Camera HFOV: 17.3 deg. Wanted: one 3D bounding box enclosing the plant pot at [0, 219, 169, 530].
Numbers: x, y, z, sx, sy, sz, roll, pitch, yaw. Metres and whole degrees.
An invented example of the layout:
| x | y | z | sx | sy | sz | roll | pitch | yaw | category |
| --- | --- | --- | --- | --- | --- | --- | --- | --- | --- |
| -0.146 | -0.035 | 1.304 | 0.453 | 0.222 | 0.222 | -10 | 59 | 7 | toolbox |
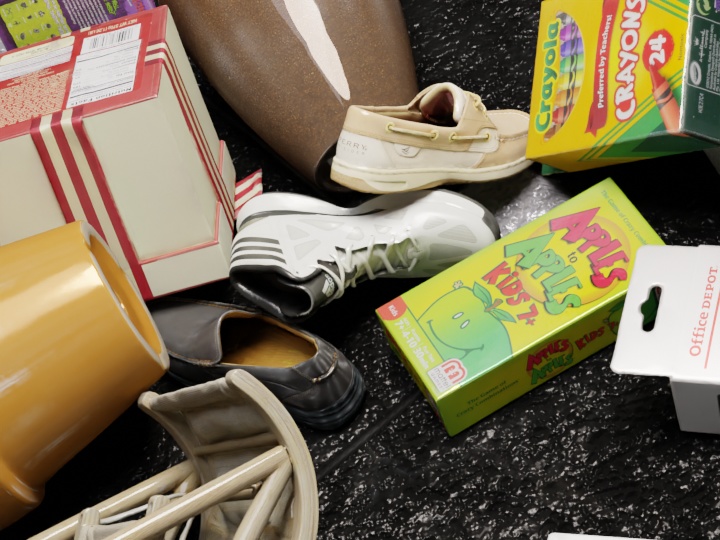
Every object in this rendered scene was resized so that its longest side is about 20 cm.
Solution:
| x | y | z | sx | sy | sz | roll | pitch | yaw | category |
| --- | --- | --- | --- | --- | --- | --- | --- | --- | --- |
| -0.244 | 0.063 | 1.681 | 0.183 | 0.200 | 0.200 | -30 | 48 | 4 | plant pot |

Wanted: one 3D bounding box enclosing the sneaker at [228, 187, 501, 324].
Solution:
| x | y | z | sx | sy | sz | roll | pitch | yaw | category |
| --- | --- | --- | --- | --- | --- | --- | --- | --- | --- |
| 0.000 | 0.000 | 1.722 | 0.200 | 0.076 | 0.115 | 0 | 37 | 10 | sneaker |

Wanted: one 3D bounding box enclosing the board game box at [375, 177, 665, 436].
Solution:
| x | y | z | sx | sy | sz | roll | pitch | yaw | category |
| --- | --- | --- | --- | --- | --- | --- | --- | --- | --- |
| 0.123 | 0.025 | 1.700 | 0.200 | 0.048 | 0.102 | -30 | 48 | -5 | board game box |

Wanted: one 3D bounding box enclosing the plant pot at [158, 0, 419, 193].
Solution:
| x | y | z | sx | sy | sz | roll | pitch | yaw | category |
| --- | --- | --- | --- | --- | --- | --- | --- | --- | --- |
| -0.035 | -0.165 | 1.843 | 0.187 | 0.187 | 0.200 | -26 | 63 | -3 | plant pot |

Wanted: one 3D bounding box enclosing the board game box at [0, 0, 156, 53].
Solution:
| x | y | z | sx | sy | sz | roll | pitch | yaw | category |
| --- | --- | --- | --- | --- | --- | --- | --- | --- | --- |
| -0.210 | -0.169 | 1.874 | 0.120 | 0.200 | 0.032 | -18 | 46 | 4 | board game box |

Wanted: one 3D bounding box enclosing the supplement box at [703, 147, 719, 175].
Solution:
| x | y | z | sx | sy | sz | roll | pitch | yaw | category |
| --- | --- | --- | --- | --- | --- | --- | --- | --- | --- |
| 0.312 | -0.093 | 1.695 | 0.101 | 0.103 | 0.200 | -25 | 47 | -1 | supplement box |

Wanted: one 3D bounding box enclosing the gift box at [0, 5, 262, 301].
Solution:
| x | y | z | sx | sy | sz | roll | pitch | yaw | category |
| --- | --- | --- | --- | --- | --- | --- | --- | --- | --- |
| -0.185 | -0.079 | 1.808 | 0.184 | 0.187 | 0.200 | -12 | 30 | 12 | gift box |

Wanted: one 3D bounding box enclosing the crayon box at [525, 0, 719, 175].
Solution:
| x | y | z | sx | sy | sz | roll | pitch | yaw | category |
| --- | --- | --- | --- | --- | --- | --- | --- | --- | --- |
| 0.186 | -0.143 | 1.725 | 0.200 | 0.051 | 0.127 | -9 | 71 | 54 | crayon box |

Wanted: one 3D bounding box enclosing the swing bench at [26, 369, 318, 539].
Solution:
| x | y | z | sx | sy | sz | roll | pitch | yaw | category |
| --- | --- | --- | --- | --- | --- | --- | --- | --- | --- |
| -0.132 | 0.179 | 1.552 | 0.200 | 0.130 | 0.199 | -45 | 10 | -21 | swing bench |

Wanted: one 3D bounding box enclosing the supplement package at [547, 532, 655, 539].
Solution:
| x | y | z | sx | sy | sz | roll | pitch | yaw | category |
| --- | --- | --- | --- | --- | --- | --- | --- | --- | --- |
| 0.179 | 0.283 | 1.401 | 0.151 | 0.151 | 0.200 | 2 | 53 | 20 | supplement package |

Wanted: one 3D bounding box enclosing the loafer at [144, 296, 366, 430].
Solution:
| x | y | z | sx | sy | sz | roll | pitch | yaw | category |
| --- | --- | --- | --- | --- | --- | --- | --- | --- | --- |
| -0.088 | 0.051 | 1.736 | 0.200 | 0.072 | 0.073 | 15 | 59 | 29 | loafer |

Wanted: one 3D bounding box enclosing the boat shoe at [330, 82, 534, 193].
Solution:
| x | y | z | sx | sy | sz | roll | pitch | yaw | category |
| --- | --- | --- | --- | --- | --- | --- | --- | --- | --- |
| 0.064 | -0.105 | 1.754 | 0.074 | 0.069 | 0.200 | 23 | 26 | 40 | boat shoe |

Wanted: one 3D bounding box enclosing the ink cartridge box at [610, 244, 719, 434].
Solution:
| x | y | z | sx | sy | sz | roll | pitch | yaw | category |
| --- | --- | --- | --- | --- | --- | --- | --- | --- | --- |
| 0.281 | 0.050 | 1.607 | 0.199 | 0.068 | 0.116 | 4 | 54 | 19 | ink cartridge box |
